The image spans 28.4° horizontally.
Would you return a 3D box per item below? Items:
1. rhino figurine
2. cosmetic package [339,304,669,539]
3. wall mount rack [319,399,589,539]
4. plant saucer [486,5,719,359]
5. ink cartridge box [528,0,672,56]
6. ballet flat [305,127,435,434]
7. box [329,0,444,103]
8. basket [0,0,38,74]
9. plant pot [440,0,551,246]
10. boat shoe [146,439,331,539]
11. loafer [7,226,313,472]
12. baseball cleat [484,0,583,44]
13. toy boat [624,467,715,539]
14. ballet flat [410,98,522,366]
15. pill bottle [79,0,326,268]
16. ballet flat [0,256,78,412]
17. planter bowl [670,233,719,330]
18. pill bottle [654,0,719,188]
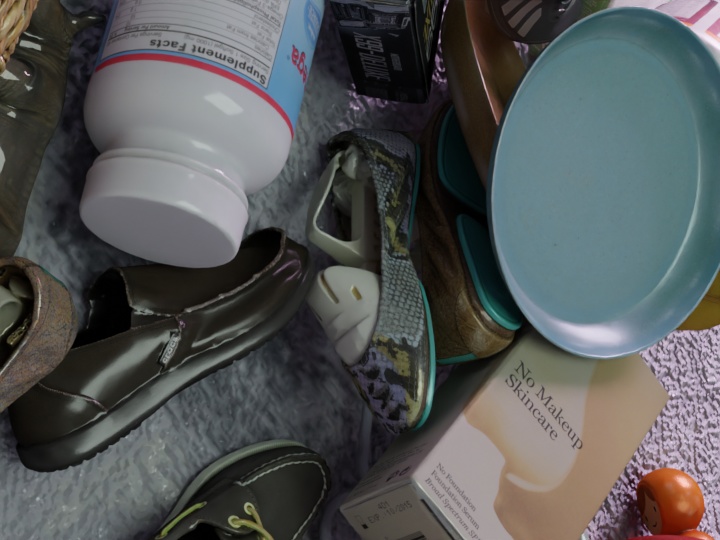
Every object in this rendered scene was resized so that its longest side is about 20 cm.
[{"bbox_3d":[-0.181,-0.084,0.697,0.087,0.060,0.201,42,60,-51],"label":"rhino figurine"},{"bbox_3d":[0.089,0.103,0.817,0.105,0.071,0.200,50,48,-8],"label":"cosmetic package"},{"bbox_3d":[0.062,0.118,0.882,0.199,0.074,0.175,-7,71,-41],"label":"wall mount rack"},{"bbox_3d":[0.144,-0.050,0.818,0.199,0.027,0.201,-7,102,-34],"label":"plant saucer"},{"bbox_3d":[0.199,-0.232,0.946,0.048,0.200,0.145,40,55,14],"label":"ink cartridge box"},{"bbox_3d":[0.000,0.000,0.817,0.072,0.072,0.201,26,48,-36],"label":"ballet flat"},{"bbox_3d":[0.028,-0.218,0.830,0.158,0.049,0.201,66,32,-76],"label":"box"},{"bbox_3d":[-0.222,-0.133,0.581,0.142,0.149,0.201,20,71,6],"label":"basket"},{"bbox_3d":[0.093,-0.086,0.892,0.200,0.027,0.201,57,22,-37],"label":"plant pot"},{"bbox_3d":[-0.082,0.158,0.765,0.201,0.060,0.072,-35,109,-36],"label":"boat shoe"},{"bbox_3d":[-0.104,0.025,0.746,0.200,0.073,0.072,-38,110,-36],"label":"loafer"},{"bbox_3d":[0.116,-0.172,0.836,0.070,0.106,0.200,-63,153,1],"label":"baseball cleat"},{"bbox_3d":[0.232,0.202,1.005,0.199,0.131,0.131,3,55,-40],"label":"toy boat"},{"bbox_3d":[0.051,-0.021,0.867,0.068,0.072,0.201,32,37,-35],"label":"ballet flat"},{"bbox_3d":[-0.081,-0.109,0.740,0.108,0.108,0.201,28,63,-35],"label":"pill bottle"},{"bbox_3d":[-0.212,0.065,0.642,0.068,0.067,0.200,34,66,15],"label":"ballet flat"},{"bbox_3d":[0.216,-0.017,0.982,0.200,0.201,0.084,4,124,-39],"label":"planter bowl"},{"bbox_3d":[0.221,-0.126,0.964,0.200,0.109,0.110,-38,113,-62],"label":"pill bottle"}]
